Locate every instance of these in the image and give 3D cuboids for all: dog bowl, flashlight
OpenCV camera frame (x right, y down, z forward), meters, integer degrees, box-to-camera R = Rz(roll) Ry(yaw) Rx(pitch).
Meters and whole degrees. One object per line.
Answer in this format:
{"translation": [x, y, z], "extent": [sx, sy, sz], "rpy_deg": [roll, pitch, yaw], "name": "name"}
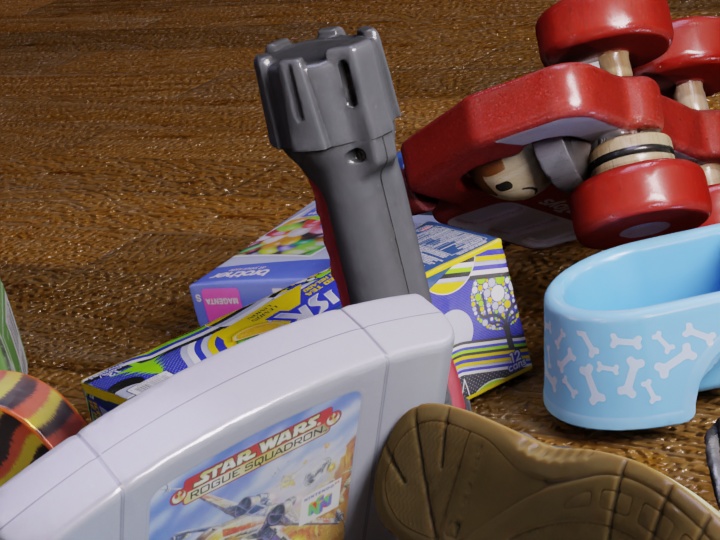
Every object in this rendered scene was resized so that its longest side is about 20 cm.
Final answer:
{"translation": [0.173, 0.014, 1.022], "extent": [0.198, 0.050, 0.112], "rpy_deg": [-11, 18, 8], "name": "dog bowl"}
{"translation": [0.000, 0.000, 0.979], "extent": [0.067, 0.201, 0.068], "rpy_deg": [-12, 16, 9], "name": "flashlight"}

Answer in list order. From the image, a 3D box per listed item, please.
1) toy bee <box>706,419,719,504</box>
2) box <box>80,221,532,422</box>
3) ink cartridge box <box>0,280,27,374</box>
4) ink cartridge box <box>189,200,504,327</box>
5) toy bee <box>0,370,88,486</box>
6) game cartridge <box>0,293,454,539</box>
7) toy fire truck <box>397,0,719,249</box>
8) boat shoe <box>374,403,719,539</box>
{"translation": [0.203, 0.050, 0.791], "extent": [0.108, 0.131, 0.200], "rpy_deg": [-35, 9, 23], "name": "toy bee"}
{"translation": [-0.022, 0.048, 1.065], "extent": [0.199, 0.071, 0.064], "rpy_deg": [-24, 19, -27], "name": "box"}
{"translation": [-0.275, 0.068, 1.219], "extent": [0.199, 0.060, 0.104], "rpy_deg": [-16, 18, -4], "name": "ink cartridge box"}
{"translation": [-0.006, -0.004, 1.260], "extent": [0.119, 0.042, 0.200], "rpy_deg": [-2, 23, 34], "name": "ink cartridge box"}
{"translation": [-0.226, 0.072, 1.092], "extent": [0.198, 0.109, 0.131], "rpy_deg": [-14, 20, 1], "name": "toy bee"}
{"translation": [-0.050, 0.087, 0.877], "extent": [0.199, 0.134, 0.042], "rpy_deg": [-25, 56, -29], "name": "game cartridge"}
{"translation": [0.103, -0.053, 1.150], "extent": [0.167, 0.113, 0.199], "rpy_deg": [-20, -17, 31], "name": "toy fire truck"}
{"translation": [0.089, 0.097, 0.831], "extent": [0.065, 0.074, 0.200], "rpy_deg": [13, 10, -43], "name": "boat shoe"}
